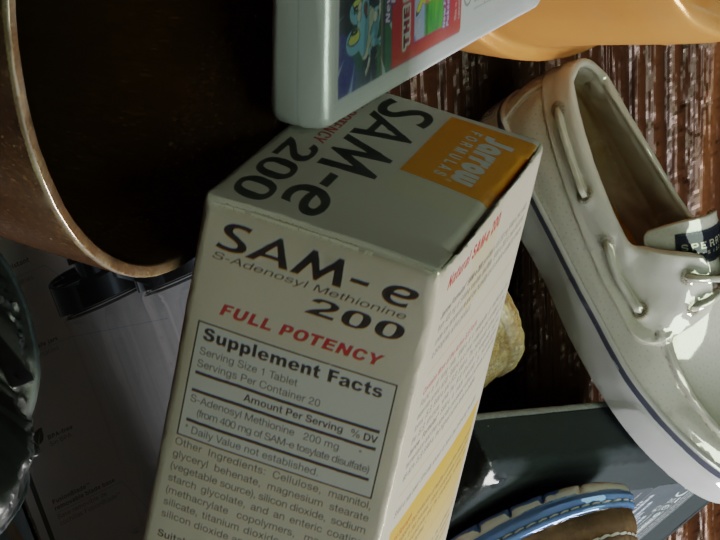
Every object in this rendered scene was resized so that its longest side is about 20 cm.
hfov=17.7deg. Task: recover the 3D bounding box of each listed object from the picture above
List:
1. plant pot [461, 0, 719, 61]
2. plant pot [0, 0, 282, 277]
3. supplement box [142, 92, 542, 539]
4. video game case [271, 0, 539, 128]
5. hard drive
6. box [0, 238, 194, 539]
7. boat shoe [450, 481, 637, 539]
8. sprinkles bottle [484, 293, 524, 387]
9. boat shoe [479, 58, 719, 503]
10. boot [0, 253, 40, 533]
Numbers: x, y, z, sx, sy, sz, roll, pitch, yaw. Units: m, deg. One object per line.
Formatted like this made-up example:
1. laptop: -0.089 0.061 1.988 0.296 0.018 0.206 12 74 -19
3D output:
1. plant pot: 0.107 -0.173 0.924 0.199 0.140 0.202 -18 117 -39
2. plant pot: -0.137 -0.104 0.649 0.187 0.198 0.189 8 90 -69
3. supplement box: -0.012 0.059 0.707 0.126 0.073 0.201 -47 152 -65
4. video game case: 0.020 -0.163 0.720 0.182 0.023 0.202 -36 131 -59
5. hard drive: 0.078 0.106 1.022 0.199 0.033 0.140 -2 145 -45
6. box: -0.086 0.045 0.817 0.116 0.060 0.201 -26 102 -30
7. boat shoe: 0.042 0.162 0.962 0.200 0.073 0.072 -38 155 21
8. sprinkles bottle: -0.021 0.066 0.937 0.200 0.068 0.069 -38 128 -30
9. boat shoe: 0.127 0.001 0.981 0.071 0.070 0.201 -19 78 -50
10. boot: -0.160 0.097 0.656 0.076 0.168 0.202 21 58 -26
